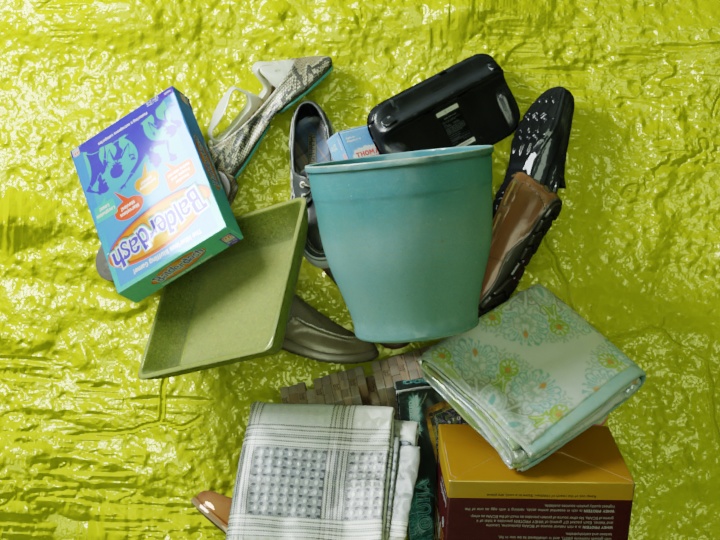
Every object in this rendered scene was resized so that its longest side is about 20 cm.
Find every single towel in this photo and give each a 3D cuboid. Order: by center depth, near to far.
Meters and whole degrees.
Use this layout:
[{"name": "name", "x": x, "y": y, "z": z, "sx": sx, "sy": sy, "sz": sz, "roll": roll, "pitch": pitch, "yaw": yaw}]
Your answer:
[{"name": "towel", "x": -0.038, "y": 0.232, "z": 1.410, "sx": 0.198, "sy": 0.035, "sz": 0.194, "roll": 4, "pitch": 57, "yaw": 8}, {"name": "towel", "x": 0.183, "y": 0.109, "z": 1.419, "sx": 0.199, "sy": 0.048, "sz": 0.171, "roll": -28, "pitch": 57, "yaw": -29}]

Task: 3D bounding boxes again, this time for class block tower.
[{"name": "block tower", "x": 0.010, "y": 0.144, "z": 1.516, "sx": 0.198, "sy": 0.058, "sz": 0.054, "roll": -14, "pitch": 124, "yaw": 0}]

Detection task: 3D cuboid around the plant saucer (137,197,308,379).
[{"name": "plant saucer", "x": -0.141, "y": 0.031, "z": 1.475, "sx": 0.198, "sy": 0.048, "sz": 0.201, "roll": -15, "pitch": 49, "yaw": 35}]

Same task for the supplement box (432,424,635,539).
[{"name": "supplement box", "x": 0.179, "y": 0.288, "z": 1.434, "sx": 0.195, "sy": 0.133, "sz": 0.202, "roll": 1, "pitch": 109, "yaw": -2}]

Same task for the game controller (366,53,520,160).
[{"name": "game controller", "x": 0.100, "y": -0.175, "z": 1.527, "sx": 0.199, "sy": 0.042, "sz": 0.105, "roll": -30, "pitch": 103, "yaw": -27}]

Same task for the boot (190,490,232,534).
[{"name": "boot", "x": -0.081, "y": 0.253, "z": 1.515, "sx": 0.198, "sy": 0.074, "sz": 0.156, "roll": 24, "pitch": 79, "yaw": 2}]

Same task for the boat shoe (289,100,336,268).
[{"name": "boat shoe", "x": -0.054, "y": -0.101, "z": 1.517, "sx": 0.068, "sy": 0.057, "sz": 0.202, "roll": -10, "pitch": 65, "yaw": 5}]

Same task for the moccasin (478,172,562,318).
[{"name": "moccasin", "x": 0.143, "y": -0.015, "z": 1.475, "sx": 0.077, "sy": 0.073, "sz": 0.203, "roll": 35, "pitch": 105, "yaw": 23}]

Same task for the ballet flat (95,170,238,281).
[{"name": "ballet flat", "x": -0.224, "y": -0.050, "z": 1.543, "sx": 0.199, "sy": 0.046, "sz": 0.068, "roll": -35, "pitch": 76, "yaw": 11}]

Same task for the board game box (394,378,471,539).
[{"name": "board game box", "x": 0.112, "y": 0.215, "z": 1.492, "sx": 0.134, "sy": 0.028, "sz": 0.202, "roll": -5, "pitch": 109, "yaw": 0}]

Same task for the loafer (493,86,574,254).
[{"name": "loafer", "x": 0.210, "y": -0.117, "z": 1.547, "sx": 0.070, "sy": 0.068, "sz": 0.202, "roll": 25, "pitch": 81, "yaw": -32}]

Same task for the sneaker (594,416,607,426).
[{"name": "sneaker", "x": 0.204, "y": 0.108, "z": 1.514, "sx": 0.199, "sy": 0.081, "sz": 0.089, "roll": 32, "pitch": 88, "yaw": 2}]

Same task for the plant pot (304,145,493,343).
[{"name": "plant pot", "x": 0.049, "y": -0.027, "z": 1.384, "sx": 0.198, "sy": 0.200, "sz": 0.190, "roll": -6, "pitch": 97, "yaw": 0}]

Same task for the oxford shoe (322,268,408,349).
[{"name": "oxford shoe", "x": 0.000, "y": 0.000, "z": 1.527, "sx": 0.070, "sy": 0.075, "sz": 0.201, "roll": -38, "pitch": 85, "yaw": 0}]

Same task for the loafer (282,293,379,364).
[{"name": "loafer", "x": -0.073, "y": 0.063, "z": 1.523, "sx": 0.198, "sy": 0.076, "sz": 0.068, "roll": 12, "pitch": 90, "yaw": 2}]

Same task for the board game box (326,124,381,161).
[{"name": "board game box", "x": 0.062, "y": -0.078, "z": 1.522, "sx": 0.150, "sy": 0.037, "sz": 0.202, "roll": -17, "pitch": 85, "yaw": -30}]

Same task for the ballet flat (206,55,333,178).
[{"name": "ballet flat", "x": -0.119, "y": -0.195, "z": 1.546, "sx": 0.075, "sy": 0.068, "sz": 0.200, "roll": 43, "pitch": 88, "yaw": -20}]

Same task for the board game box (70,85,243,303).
[{"name": "board game box", "x": -0.235, "y": -0.088, "z": 1.504, "sx": 0.151, "sy": 0.045, "sz": 0.201, "roll": -30, "pitch": 65, "yaw": 13}]
